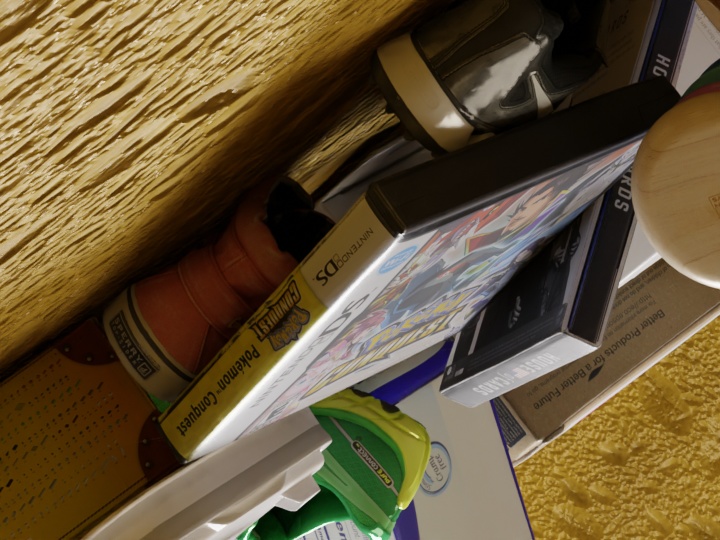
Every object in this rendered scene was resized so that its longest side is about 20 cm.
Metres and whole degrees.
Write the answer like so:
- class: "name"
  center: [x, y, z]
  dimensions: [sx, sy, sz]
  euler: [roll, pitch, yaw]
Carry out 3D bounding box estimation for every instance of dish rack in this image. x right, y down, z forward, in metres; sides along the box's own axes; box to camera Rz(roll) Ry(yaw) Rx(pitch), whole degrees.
- class: "dish rack"
  center: [-0.103, 0.139, 1.076]
  dimensions: [0.200, 0.044, 0.171]
  euler: [-43, 171, 38]

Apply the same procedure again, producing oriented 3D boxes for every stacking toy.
- class: "stacking toy"
  center: [0.179, -0.072, 1.014]
  dimensions: [0.085, 0.085, 0.200]
  euler: [-41, -173, 34]

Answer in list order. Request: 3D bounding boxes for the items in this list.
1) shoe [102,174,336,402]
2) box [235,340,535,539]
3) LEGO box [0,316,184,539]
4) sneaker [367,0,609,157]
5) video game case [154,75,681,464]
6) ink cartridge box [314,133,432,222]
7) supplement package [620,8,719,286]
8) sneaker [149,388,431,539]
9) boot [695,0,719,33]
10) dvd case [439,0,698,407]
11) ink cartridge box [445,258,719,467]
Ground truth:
- class: "shoe"
  center: [-0.038, 0.010, 1.078]
  dimensions: [0.091, 0.072, 0.200]
  euler: [-36, 171, 15]
- class: "box"
  center: [-0.007, 0.143, 1.382]
  dimensions: [0.199, 0.185, 0.105]
  euler: [1, -155, 47]
- class: "LEGO box"
  center: [-0.178, 0.119, 1.067]
  dimensions: [0.200, 0.077, 0.149]
  euler: [-36, 174, -11]
- class: "sneaker"
  center: [0.073, -0.090, 0.998]
  dimensions: [0.090, 0.067, 0.200]
  euler: [-36, 172, 15]
- class: "video game case"
  center: [0.027, -0.001, 1.003]
  dimensions: [0.199, 0.026, 0.181]
  euler: [-23, 162, -46]
- class: "ink cartridge box"
  center: [0.000, 0.000, 1.227]
  dimensions: [0.115, 0.068, 0.200]
  euler: [-32, 172, -47]
- class: "supplement package"
  center: [0.184, -0.097, 1.309]
  dimensions: [0.200, 0.120, 0.121]
  euler: [-41, 174, 33]
- class: "sneaker"
  center: [-0.064, 0.095, 1.183]
  dimensions: [0.074, 0.199, 0.084]
  euler: [46, 54, -55]
- class: "boot"
  center: [0.166, -0.098, 0.839]
  dimensions: [0.066, 0.200, 0.175]
  euler: [-39, 174, 1]
- class: "dvd case"
  center: [0.101, -0.041, 1.142]
  dimensions: [0.150, 0.025, 0.201]
  euler: [-35, -146, 66]
- class: "ink cartridge box"
  center: [0.122, -0.002, 1.445]
  dimensions: [0.199, 0.165, 0.075]
  euler: [-34, 173, -24]
